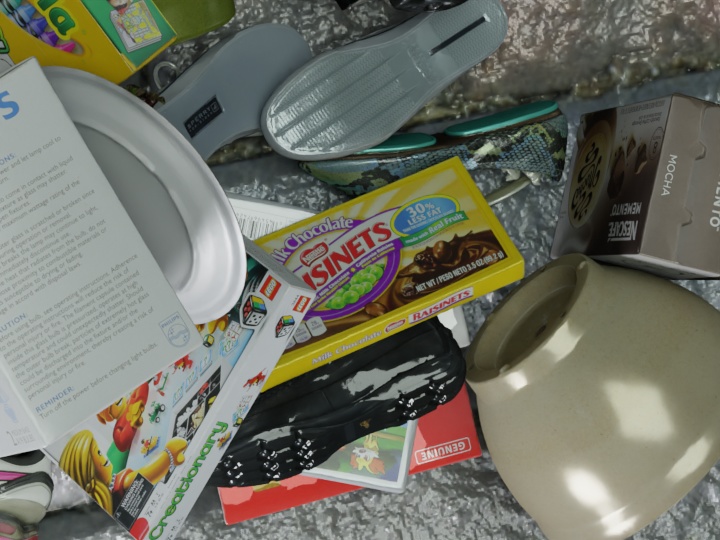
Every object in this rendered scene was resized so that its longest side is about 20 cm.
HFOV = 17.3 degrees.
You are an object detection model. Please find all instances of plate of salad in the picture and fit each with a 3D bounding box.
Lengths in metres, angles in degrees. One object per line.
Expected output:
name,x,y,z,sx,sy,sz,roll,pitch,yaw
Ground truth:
plate of salad,-0.148,-0.051,1.501,0.200,0.200,0.048,50,54,-8

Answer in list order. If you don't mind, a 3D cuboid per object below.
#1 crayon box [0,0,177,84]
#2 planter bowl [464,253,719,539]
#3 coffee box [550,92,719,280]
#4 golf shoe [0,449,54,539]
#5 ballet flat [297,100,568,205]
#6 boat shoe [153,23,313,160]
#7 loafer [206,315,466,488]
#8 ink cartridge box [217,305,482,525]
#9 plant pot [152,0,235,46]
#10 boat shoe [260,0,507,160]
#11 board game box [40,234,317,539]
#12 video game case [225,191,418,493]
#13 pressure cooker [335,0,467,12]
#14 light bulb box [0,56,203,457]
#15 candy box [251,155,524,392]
crayon box,-0.237,-0.185,1.513,0.200,0.173,0.058,53,48,-9
planter bowl,0.156,0.074,1.627,0.135,0.200,0.200,43,82,-16
coffee box,0.208,-0.054,1.646,0.080,0.200,0.113,14,88,-12
golf shoe,-0.306,0.130,1.601,0.200,0.073,0.092,18,81,-22
ballet flat,0.056,-0.071,1.682,0.200,0.074,0.074,-11,92,-10
boat shoe,-0.119,-0.106,1.638,0.202,0.086,0.075,-44,116,-38
loafer,-0.027,0.086,1.601,0.200,0.068,0.070,-23,59,-9
ink cartridge box,-0.020,0.073,1.675,0.200,0.045,0.176,-15,92,-12
plant pot,-0.167,-0.245,1.581,0.200,0.200,0.193,-17,106,-12
boat shoe,0.014,-0.130,1.663,0.200,0.067,0.074,-27,92,-19
board game box,-0.125,0.065,1.565,0.035,0.126,0.200,18,105,-53
video game case,-0.049,0.047,1.636,0.200,0.022,0.182,12,85,-12
pressure cooker,0.022,-0.270,1.616,0.176,0.179,0.200,-35,97,-13
light bulb box,-0.227,0.001,1.458,0.125,0.198,0.200,-34,97,-27
candy box,0.000,0.000,1.600,0.200,0.026,0.102,-23,57,-13
